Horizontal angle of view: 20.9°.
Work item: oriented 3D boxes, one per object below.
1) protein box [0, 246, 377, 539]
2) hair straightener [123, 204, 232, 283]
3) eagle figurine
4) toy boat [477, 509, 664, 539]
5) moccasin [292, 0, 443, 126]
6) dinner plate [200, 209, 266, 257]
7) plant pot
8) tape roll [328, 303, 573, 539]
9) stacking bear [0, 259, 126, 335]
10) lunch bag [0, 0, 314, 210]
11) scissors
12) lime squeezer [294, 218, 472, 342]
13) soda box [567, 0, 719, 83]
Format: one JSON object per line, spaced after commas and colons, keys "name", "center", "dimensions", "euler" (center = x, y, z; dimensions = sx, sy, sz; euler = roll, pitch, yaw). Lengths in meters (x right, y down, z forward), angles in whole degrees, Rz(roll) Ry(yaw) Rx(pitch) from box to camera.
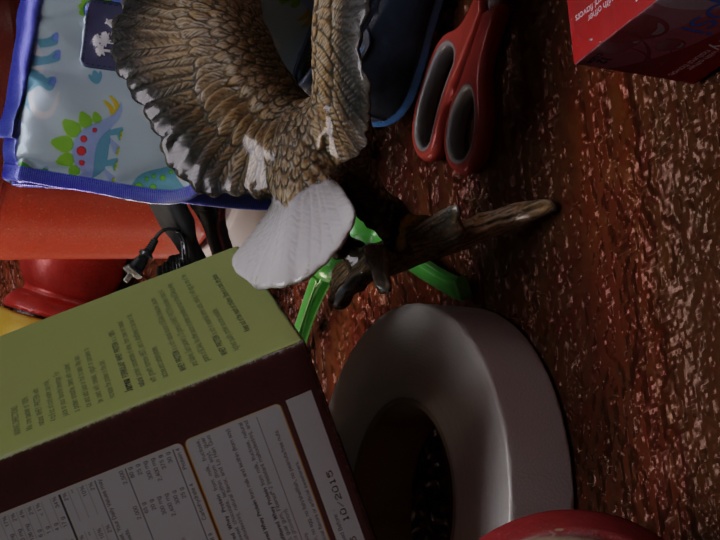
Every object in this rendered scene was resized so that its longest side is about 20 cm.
{"name": "protein box", "center": [-0.113, 0.103, 0.907], "dimensions": [0.199, 0.199, 0.136], "euler": [-134, 24, -73]}
{"name": "hair straightener", "center": [-0.111, -0.007, 1.154], "dimensions": [0.041, 0.077, 0.201], "euler": [14, 126, 53]}
{"name": "eagle figurine", "center": [-0.024, -0.086, 0.927], "dimensions": [0.201, 0.151, 0.151], "euler": [66, 164, -4]}
{"name": "toy boat", "center": [0.074, 0.184, 0.806], "dimensions": [0.131, 0.130, 0.201], "euler": [-74, 3, -65]}
{"name": "moccasin", "center": [0.013, -0.176, 1.002], "dimensions": [0.080, 0.068, 0.201], "euler": [-164, 85, -67]}
{"name": "dinner plate", "center": [-0.089, -0.077, 1.244], "dimensions": [0.200, 0.024, 0.201], "euler": [-19, 68, 60]}
{"name": "plant pot", "center": [-0.194, -0.088, 1.210], "dimensions": [0.201, 0.194, 0.202], "euler": [-20, 68, 61]}
{"name": "tape roll", "center": [0.035, 0.116, 0.955], "dimensions": [0.203, 0.037, 0.204], "euler": [-15, 73, 61]}
{"name": "stacking bear", "center": [-0.221, 0.054, 1.394], "dimensions": [0.114, 0.121, 0.201], "euler": [15, 92, 64]}
{"name": "lunch bag", "center": [-0.091, -0.121, 1.061], "dimensions": [0.127, 0.199, 0.171], "euler": [14, 97, 63]}
{"name": "scissors", "center": [0.064, -0.141, 0.962], "dimensions": [0.073, 0.014, 0.201], "euler": [-130, 49, -57]}
{"name": "lime squeezer", "center": [0.000, 0.000, 1.057], "dimensions": [0.071, 0.038, 0.200], "euler": [61, 148, -2]}
{"name": "soda box", "center": [0.155, -0.143, 0.733], "dimensions": [0.200, 0.063, 0.070], "euler": [-36, 54, 57]}
